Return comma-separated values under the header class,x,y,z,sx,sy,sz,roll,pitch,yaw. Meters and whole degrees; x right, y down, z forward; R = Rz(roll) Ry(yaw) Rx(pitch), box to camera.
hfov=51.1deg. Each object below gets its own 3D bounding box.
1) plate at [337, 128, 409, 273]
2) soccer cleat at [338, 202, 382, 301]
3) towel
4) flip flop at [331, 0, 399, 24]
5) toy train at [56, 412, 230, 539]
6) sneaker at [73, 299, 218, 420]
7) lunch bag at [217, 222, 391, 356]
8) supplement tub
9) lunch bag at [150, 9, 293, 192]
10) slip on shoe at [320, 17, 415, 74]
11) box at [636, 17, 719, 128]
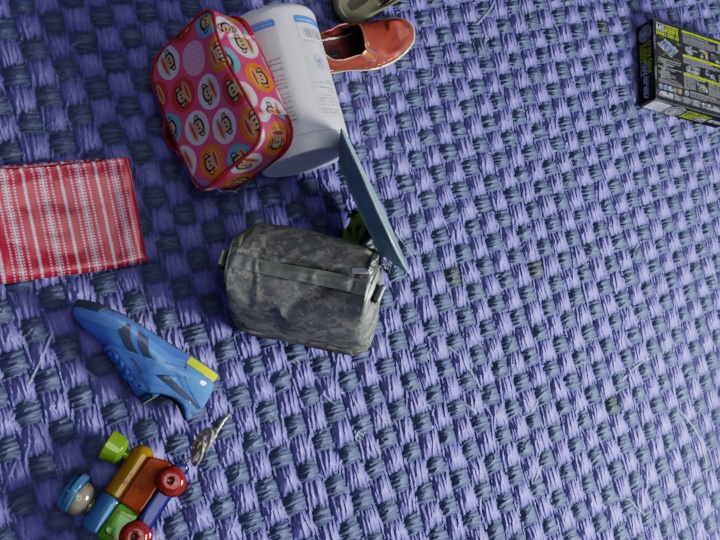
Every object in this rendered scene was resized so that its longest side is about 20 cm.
class,x,y,z,sx,sy,sz,roll,pitch,yaw
plate,0.010,-0.083,0.954,0.025,0.200,0.202,-26,92,4
soccer cleat,0.000,0.000,1.066,0.081,0.067,0.202,23,78,-28
towel,-0.374,-0.065,0.931,0.198,0.022,0.146,-9,85,-25
flip flop,0.035,-0.450,1.161,0.200,0.057,0.081,-43,99,-24
toy train,-0.258,0.229,0.902,0.115,0.085,0.201,32,69,-1
sneaker,-0.272,0.111,0.920,0.199,0.066,0.079,36,72,-14
lunch bag,-0.065,0.021,0.938,0.198,0.168,0.141,12,80,5
supplement tub,-0.100,-0.242,1.024,0.131,0.132,0.202,-13,86,-25
lunch bag,-0.188,-0.205,0.962,0.082,0.175,0.202,-11,75,-54
slip on shoe,0.003,-0.339,1.126,0.199,0.061,0.075,-20,87,-27
box,0.608,-0.366,1.407,0.198,0.044,0.162,7,77,-23
